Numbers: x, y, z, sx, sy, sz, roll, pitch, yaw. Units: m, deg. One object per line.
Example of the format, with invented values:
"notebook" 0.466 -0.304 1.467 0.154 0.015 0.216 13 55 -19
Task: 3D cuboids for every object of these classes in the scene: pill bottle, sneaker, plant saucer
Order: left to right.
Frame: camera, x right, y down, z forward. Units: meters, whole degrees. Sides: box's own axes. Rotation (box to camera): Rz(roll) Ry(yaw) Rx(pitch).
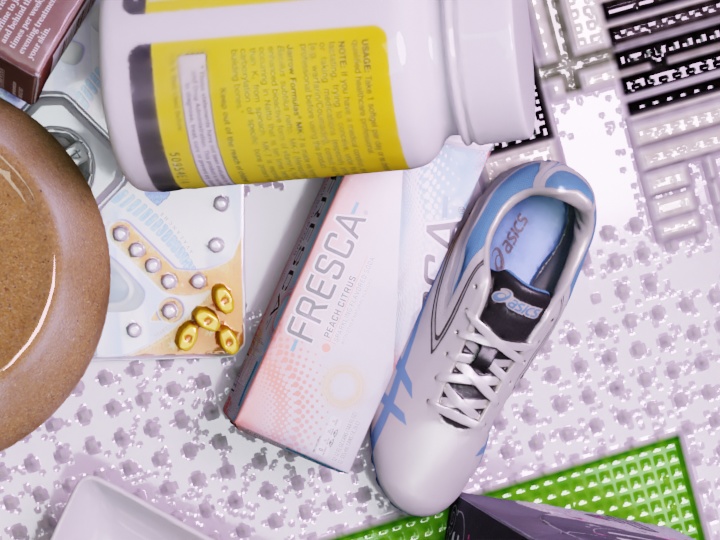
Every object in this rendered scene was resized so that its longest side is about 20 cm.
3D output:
"plant saucer" -0.220 -0.003 1.368 0.199 0.035 0.201 2 79 -11
"pill bottle" -0.019 -0.102 1.353 0.199 0.114 0.115 -4 94 9
"sneaker" 0.062 0.034 1.446 0.072 0.072 0.201 24 90 -10

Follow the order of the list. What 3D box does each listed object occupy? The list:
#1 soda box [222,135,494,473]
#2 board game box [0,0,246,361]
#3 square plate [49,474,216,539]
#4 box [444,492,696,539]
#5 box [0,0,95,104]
"soda box" 0.000 0.000 1.438 0.068 0.064 0.201 24 90 -9
"board game box" -0.157 -0.052 1.429 0.199 0.026 0.201 -1 94 -9
"square plate" -0.095 0.234 1.414 0.197 0.028 0.201 26 93 5
"box" 0.117 0.184 1.397 0.131 0.200 0.115 10 92 -9
"box" -0.220 -0.177 1.371 0.199 0.075 0.100 32 78 -4
